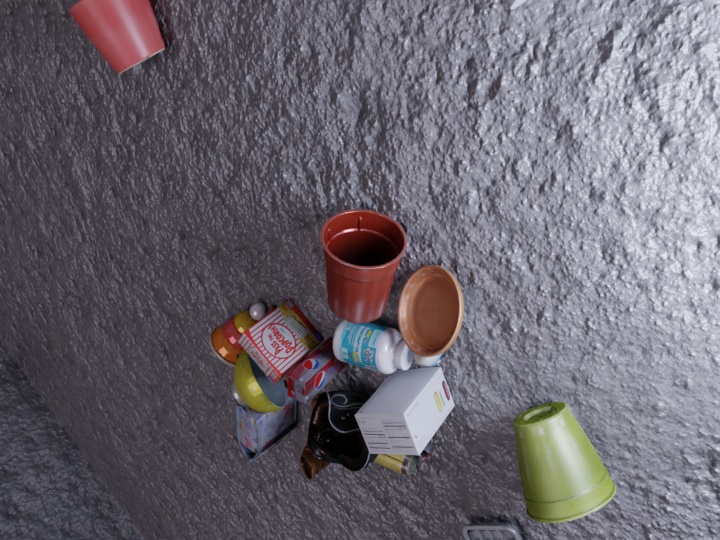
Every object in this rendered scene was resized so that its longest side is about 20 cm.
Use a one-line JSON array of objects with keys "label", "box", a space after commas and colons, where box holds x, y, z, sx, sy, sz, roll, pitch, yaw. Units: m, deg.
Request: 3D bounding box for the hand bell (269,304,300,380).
[{"label": "hand bell", "box": [-0.226, 0.199, 1.854, 0.102, 0.103, 0.206, -12, 94, 40]}]

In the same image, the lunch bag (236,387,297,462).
[{"label": "lunch bag", "box": [-0.278, 0.464, 1.963, 0.125, 0.168, 0.205, 29, 129, 30]}]

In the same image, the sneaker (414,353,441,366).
[{"label": "sneaker", "box": [0.187, 0.134, 1.509, 0.072, 0.071, 0.204, 50, 127, 44]}]

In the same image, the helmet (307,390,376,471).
[{"label": "helmet", "box": [-0.030, 0.424, 1.734, 0.186, 0.204, 0.201, 20, 135, -18]}]

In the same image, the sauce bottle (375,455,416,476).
[{"label": "sauce bottle", "box": [0.061, 0.503, 1.795, 0.196, 0.064, 0.067, 17, 123, 32]}]

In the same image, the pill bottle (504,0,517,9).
[{"label": "pill bottle", "box": [0.227, -0.545, 1.071, 0.112, 0.112, 0.203, -33, 92, 43]}]

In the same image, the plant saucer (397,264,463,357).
[{"label": "plant saucer", "box": [0.162, 0.092, 1.460, 0.197, 0.037, 0.207, -13, 73, 50]}]

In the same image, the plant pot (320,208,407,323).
[{"label": "plant pot", "box": [0.000, 0.000, 1.499, 0.197, 0.201, 0.199, 28, 136, 22]}]

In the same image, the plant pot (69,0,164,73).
[{"label": "plant pot", "box": [-0.597, -0.610, 1.630, 0.196, 0.201, 0.181, -6, 121, 39]}]

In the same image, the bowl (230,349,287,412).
[{"label": "bowl", "box": [-0.305, 0.325, 1.853, 0.106, 0.200, 0.204, -30, 95, 10]}]

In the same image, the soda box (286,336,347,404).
[{"label": "soda box", "box": [-0.110, 0.258, 1.701, 0.062, 0.199, 0.072, 17, 123, 28]}]

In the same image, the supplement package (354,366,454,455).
[{"label": "supplement package", "box": [0.110, 0.338, 1.574, 0.153, 0.199, 0.114, -12, 108, 39]}]

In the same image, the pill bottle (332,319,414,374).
[{"label": "pill bottle", "box": [0.035, 0.190, 1.615, 0.195, 0.110, 0.114, 10, 119, 33]}]

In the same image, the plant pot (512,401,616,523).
[{"label": "plant pot", "box": [0.418, 0.398, 1.394, 0.198, 0.198, 0.198, -22, 88, 42]}]

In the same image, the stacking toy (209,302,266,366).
[{"label": "stacking toy", "box": [-0.340, 0.169, 1.900, 0.146, 0.146, 0.201, 44, 117, 8]}]

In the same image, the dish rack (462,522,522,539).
[{"label": "dish rack", "box": [0.372, 0.739, 1.695, 0.169, 0.043, 0.204, -19, 101, 41]}]

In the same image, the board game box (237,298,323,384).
[{"label": "board game box", "box": [-0.211, 0.186, 1.742, 0.152, 0.199, 0.046, 47, 133, 4]}]

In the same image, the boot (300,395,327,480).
[{"label": "boot", "box": [-0.128, 0.481, 1.865, 0.072, 0.154, 0.205, -6, 110, 38]}]

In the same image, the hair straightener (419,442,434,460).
[{"label": "hair straightener", "box": [0.122, 0.406, 1.720, 0.200, 0.041, 0.078, 46, 133, 14]}]
